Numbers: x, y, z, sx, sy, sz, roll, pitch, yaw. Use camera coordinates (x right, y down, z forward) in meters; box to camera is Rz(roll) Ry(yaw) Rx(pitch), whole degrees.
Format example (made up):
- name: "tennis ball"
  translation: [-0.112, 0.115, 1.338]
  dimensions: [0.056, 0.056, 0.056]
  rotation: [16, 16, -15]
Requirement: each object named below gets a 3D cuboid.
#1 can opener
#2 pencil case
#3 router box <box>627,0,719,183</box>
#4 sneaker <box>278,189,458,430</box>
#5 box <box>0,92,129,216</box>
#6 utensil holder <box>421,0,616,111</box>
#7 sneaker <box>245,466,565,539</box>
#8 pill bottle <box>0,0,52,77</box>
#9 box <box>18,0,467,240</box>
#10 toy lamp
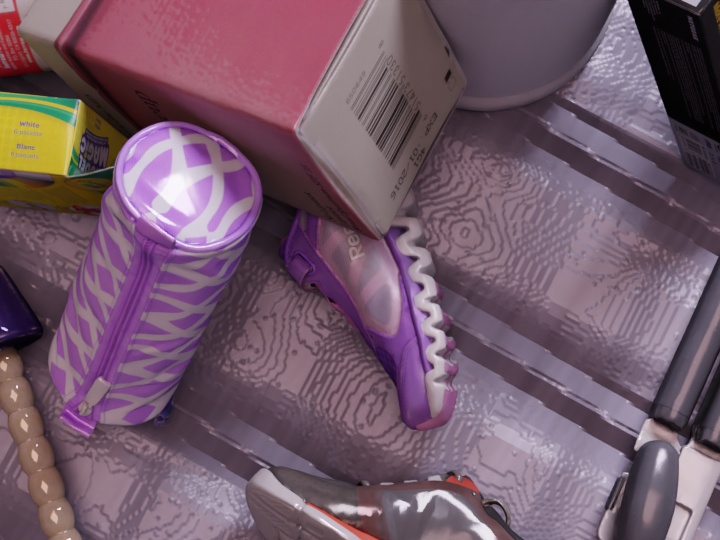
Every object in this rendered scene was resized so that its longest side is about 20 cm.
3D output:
- name: "can opener"
  translation: [0.198, 0.081, 0.792]
  dimensions: [0.053, 0.067, 0.202]
  rotation: [25, 83, 3]
- name: "pencil case"
  translation: [-0.117, 0.010, 0.741]
  dimensions: [0.084, 0.201, 0.086]
  rotation: [35, 47, 5]
- name: "router box"
  translation: [0.227, -0.155, 0.759]
  dimensions: [0.052, 0.200, 0.158]
  rotation: [33, 83, 32]
- name: "sneaker"
  translation: [0.000, 0.000, 0.803]
  dimensions: [0.087, 0.081, 0.203]
  rotation: [-17, 77, 3]
- name: "box"
  translation: [-0.211, -0.068, 0.776]
  dimensions: [0.197, 0.117, 0.049]
  rotation: [9, 82, 9]
- name: "utensil holder"
  translation: [0.078, -0.197, 0.764]
  dimensions: [0.167, 0.200, 0.172]
  rotation: [0, 82, -1]
- name: "sneaker"
  translation: [0.031, 0.152, 0.794]
  dimensions: [0.198, 0.077, 0.082]
  rotation: [25, 56, 2]
- name: "pill bottle"
  translation: [-0.265, -0.163, 0.803]
  dimensions: [0.197, 0.112, 0.114]
  rotation: [-8, 82, -1]
- name: "box"
  translation: [-0.062, -0.117, 0.749]
  dimensions: [0.198, 0.128, 0.110]
  rotation: [22, 77, 30]
- name: "toy lamp"
  translation: [-0.193, 0.095, 0.796]
  dimensions: [0.058, 0.058, 0.202]
  rotation: [-22, 82, -3]
